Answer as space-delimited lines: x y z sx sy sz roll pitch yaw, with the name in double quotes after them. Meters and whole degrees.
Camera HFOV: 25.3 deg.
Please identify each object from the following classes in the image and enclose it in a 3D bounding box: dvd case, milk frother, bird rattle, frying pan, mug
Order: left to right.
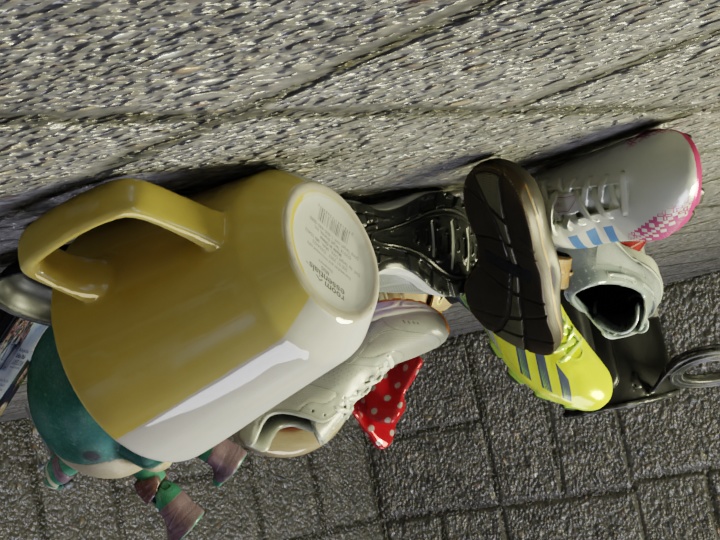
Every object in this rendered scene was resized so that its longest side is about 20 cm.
-0.310 0.111 1.271 0.017 0.201 0.143 32 175 5 "dvd case"
-0.201 0.002 1.024 0.114 0.031 0.190 -5 157 21 "frying pan"
-0.082 0.019 0.908 0.152 0.151 0.186 -24 176 32 "mug"
-0.053 0.091 1.407 0.163 0.200 0.113 -43 -169 -16 "bird rattle"
0.271 0.031 1.532 0.198 0.190 0.180 -13 176 9 "milk frother"

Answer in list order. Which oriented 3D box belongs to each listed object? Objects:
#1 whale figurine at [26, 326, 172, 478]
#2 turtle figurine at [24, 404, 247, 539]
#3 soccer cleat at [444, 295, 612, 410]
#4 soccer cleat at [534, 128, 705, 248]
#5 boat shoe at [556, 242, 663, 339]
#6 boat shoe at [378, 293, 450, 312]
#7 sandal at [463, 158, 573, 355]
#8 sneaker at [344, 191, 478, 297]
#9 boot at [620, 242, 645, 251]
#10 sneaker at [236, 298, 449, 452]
-0.146 0.065 1.136 0.198 0.160 0.104 -16 134 18 "whale figurine"
-0.193 0.117 1.268 0.150 0.200 0.101 -50 -177 -12 "turtle figurine"
0.134 0.031 1.277 0.084 0.200 0.065 -41 -176 44 "soccer cleat"
0.161 -0.047 1.102 0.085 0.071 0.200 -9 174 -18 "soccer cleat"
0.198 0.019 1.283 0.069 0.072 0.201 -19 156 20 "boat shoe"
0.058 0.007 1.482 0.069 0.074 0.200 -16 -176 14 "boat shoe"
0.112 -0.011 1.103 0.081 0.201 0.055 29 -119 32 "sandal"
0.010 -0.018 1.130 0.199 0.075 0.079 1 177 -42 "sneaker"
0.156 -0.031 1.321 0.198 0.073 0.144 -12 169 -13 "boot"
-0.017 0.092 1.312 0.198 0.093 0.076 -19 152 1 "sneaker"
